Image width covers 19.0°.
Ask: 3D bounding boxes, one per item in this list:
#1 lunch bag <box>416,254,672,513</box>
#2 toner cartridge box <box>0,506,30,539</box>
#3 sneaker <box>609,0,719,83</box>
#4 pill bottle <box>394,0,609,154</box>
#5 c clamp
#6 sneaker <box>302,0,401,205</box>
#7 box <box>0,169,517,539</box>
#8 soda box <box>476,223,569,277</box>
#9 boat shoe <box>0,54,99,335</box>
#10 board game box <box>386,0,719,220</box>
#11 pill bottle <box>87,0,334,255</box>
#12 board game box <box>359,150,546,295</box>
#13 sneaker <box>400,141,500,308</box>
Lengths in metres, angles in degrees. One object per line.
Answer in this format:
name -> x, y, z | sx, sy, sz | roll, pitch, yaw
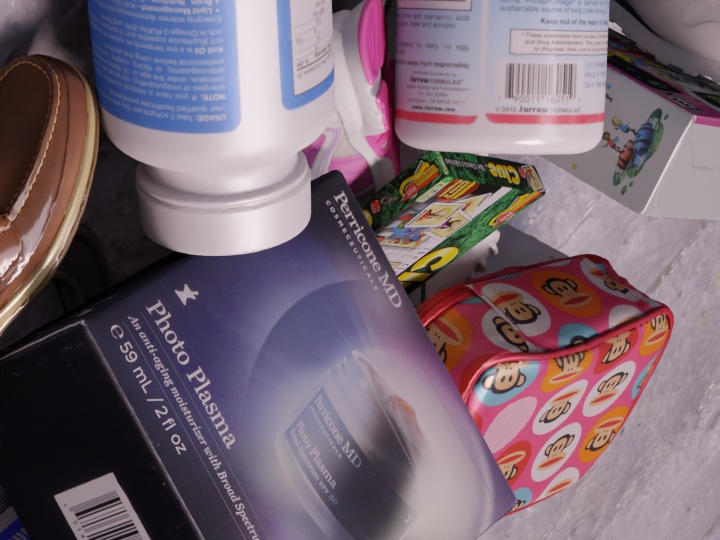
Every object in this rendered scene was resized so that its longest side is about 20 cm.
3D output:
lunch bag -> 0.084, 0.086, 1.277 | 0.200, 0.082, 0.176 | -12, 134, -47
toner cartridge box -> -0.122, 0.139, 1.123 | 0.200, 0.095, 0.043 | -39, 149, -45
sneaker -> 0.180, -0.175, 1.219 | 0.076, 0.200, 0.081 | -24, 137, -37
pill bottle -> 0.072, -0.161, 1.079 | 0.109, 0.109, 0.200 | -7, 101, -52
c clamp -> -0.177, 0.075, 1.093 | 0.171, 0.027, 0.200 | -38, 143, -30
sneaker -> -0.025, -0.084, 1.135 | 0.200, 0.088, 0.081 | 75, 13, -69
box -> -0.057, 0.085, 1.056 | 0.198, 0.123, 0.200 | -34, 97, -47
soda box -> 0.058, 0.067, 1.377 | 0.200, 0.064, 0.068 | -49, 145, -17
boat shoe -> -0.185, -0.009, 0.968 | 0.068, 0.072, 0.200 | 29, 89, -55
board game box -> 0.127, -0.100, 1.206 | 0.148, 0.200, 0.064 | 2, 116, -56
pill bottle -> -0.069, -0.113, 0.981 | 0.112, 0.112, 0.200 | -27, 126, -41
board game box -> 0.000, 0.000, 1.187 | 0.200, 0.023, 0.105 | -38, 160, 28
sneaker -> 0.047, -0.011, 1.270 | 0.071, 0.073, 0.200 | -2, 125, -8
